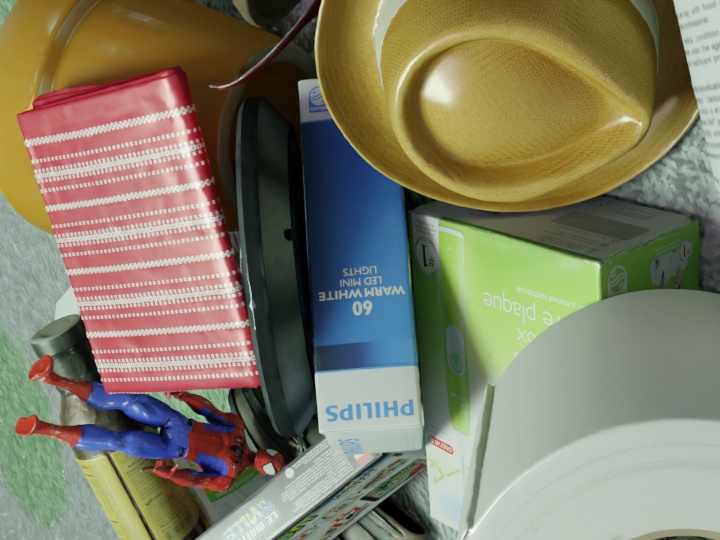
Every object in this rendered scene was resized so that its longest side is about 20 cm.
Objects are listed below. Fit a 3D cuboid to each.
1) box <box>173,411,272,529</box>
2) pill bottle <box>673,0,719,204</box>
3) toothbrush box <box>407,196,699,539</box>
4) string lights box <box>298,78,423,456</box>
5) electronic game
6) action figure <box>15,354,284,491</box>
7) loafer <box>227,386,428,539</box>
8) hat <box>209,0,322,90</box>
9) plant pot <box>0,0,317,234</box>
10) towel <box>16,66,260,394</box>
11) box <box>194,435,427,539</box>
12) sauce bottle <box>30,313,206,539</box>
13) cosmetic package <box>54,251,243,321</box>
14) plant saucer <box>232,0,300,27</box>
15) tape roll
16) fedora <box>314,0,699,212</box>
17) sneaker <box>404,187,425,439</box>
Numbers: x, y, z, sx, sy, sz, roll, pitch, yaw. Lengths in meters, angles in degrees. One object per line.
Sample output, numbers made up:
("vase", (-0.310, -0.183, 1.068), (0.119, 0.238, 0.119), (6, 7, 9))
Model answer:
("box", (-0.080, 0.222, 1.005), (0.201, 0.112, 0.102), (56, 142, 21))
("pill bottle", (0.189, -0.090, 0.495), (0.113, 0.112, 0.203), (-7, 101, 54))
("toothbrush box", (0.109, 0.063, 0.700), (0.145, 0.085, 0.203), (20, 123, 48))
("string lights box", (0.000, 0.000, 0.722), (0.103, 0.058, 0.203), (80, -174, -75))
("electronic game", (-0.050, -0.002, 0.736), (0.200, 0.041, 0.203), (-6, -90, -88))
("action figure", (-0.138, 0.115, 0.871), (0.051, 0.198, 0.066), (-20, 56, 49))
("loafer", (-0.021, 0.147, 0.943), (0.200, 0.072, 0.063), (50, 120, 16))
("hat", (0.034, -0.191, 0.598), (0.165, 0.175, 0.203), (23, 124, 47))
("plant pot", (-0.128, -0.106, 0.866), (0.181, 0.200, 0.203), (14, 118, 31))
("towel", (-0.136, -0.020, 0.774), (0.143, 0.022, 0.203), (-6, 105, 35))
("box", (-0.043, 0.169, 0.852), (0.199, 0.110, 0.035), (-40, 68, 16))
("sauce bottle", (-0.179, 0.127, 0.910), (0.064, 0.064, 0.202), (4, 122, 52))
("cosmetic package", (-0.142, 0.033, 0.947), (0.200, 0.149, 0.052), (148, 125, -59))
("plant saucer", (-0.025, -0.228, 0.654), (0.029, 0.201, 0.201), (26, 133, 6))
("tape roll", (0.143, 0.127, 0.559), (0.200, 0.139, 0.206), (3, 111, 9))
("fedora", (0.074, -0.091, 0.586), (0.082, 0.198, 0.203), (-85, 5, -54))
("sneaker", (0.016, 0.023, 0.820), (0.202, 0.077, 0.080), (67, 157, 7))
